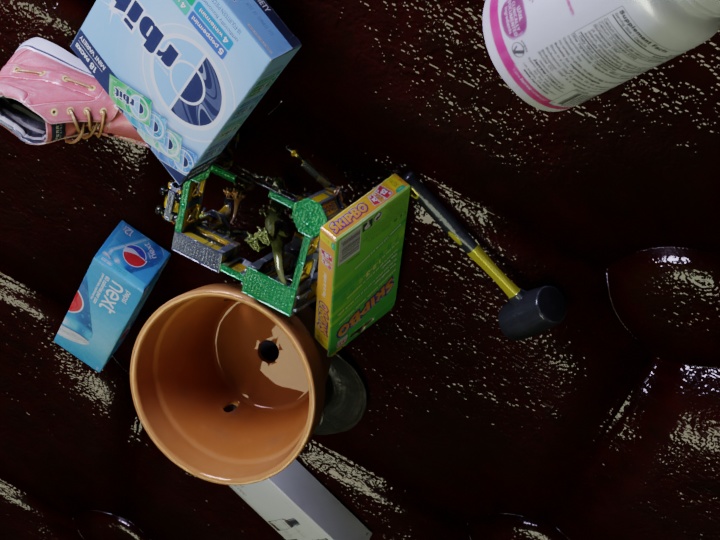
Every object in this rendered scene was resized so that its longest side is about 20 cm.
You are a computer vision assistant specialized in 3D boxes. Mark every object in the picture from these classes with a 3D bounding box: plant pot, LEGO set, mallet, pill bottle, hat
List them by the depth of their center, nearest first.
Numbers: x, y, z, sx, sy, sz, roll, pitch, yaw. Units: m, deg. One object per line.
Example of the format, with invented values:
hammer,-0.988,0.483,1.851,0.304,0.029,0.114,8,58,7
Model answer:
pill bottle,0.193,-0.200,1.139,0.113,0.114,0.199,46,140,-18
mallet,0.104,-0.011,1.479,0.200,0.041,0.066,42,144,-4
LEGO set,-0.084,-0.054,1.527,0.199,0.116,0.155,18,116,24
plant pot,-0.115,0.101,1.610,0.199,0.140,0.202,5,105,18
hat,-0.095,0.141,1.744,0.199,0.081,0.201,19,142,16

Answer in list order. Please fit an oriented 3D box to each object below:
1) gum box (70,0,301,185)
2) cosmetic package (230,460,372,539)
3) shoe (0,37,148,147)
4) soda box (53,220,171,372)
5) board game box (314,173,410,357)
gum box,-0.160,-0.199,1.395,0.170,0.044,0.200,51,139,5
cosmetic package,-0.085,0.280,1.915,0.200,0.051,0.082,45,140,-17
shoe,-0.267,-0.149,1.536,0.199,0.091,0.072,26,142,8
soda box,-0.280,0.032,1.769,0.068,0.064,0.200,34,142,-3
board game box,0.000,0.000,1.500,0.030,0.095,0.201,40,151,25
